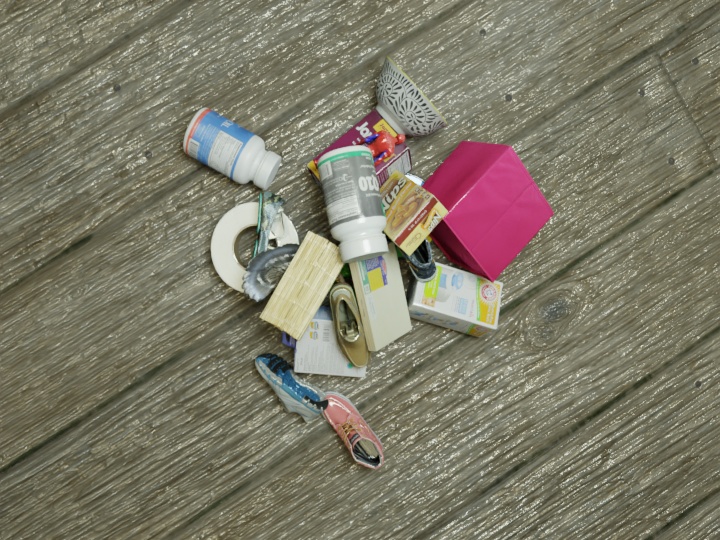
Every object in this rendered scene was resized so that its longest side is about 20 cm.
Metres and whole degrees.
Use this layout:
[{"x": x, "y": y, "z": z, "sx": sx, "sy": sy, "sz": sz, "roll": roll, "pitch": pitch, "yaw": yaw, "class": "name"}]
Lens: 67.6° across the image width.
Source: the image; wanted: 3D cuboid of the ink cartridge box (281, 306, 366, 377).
[{"x": -0.079, "y": 0.156, "z": 1.210, "sx": 0.195, "sy": 0.077, "sz": 0.140, "roll": 5, "pitch": 109, "yaw": -6, "class": "ink cartridge box"}]

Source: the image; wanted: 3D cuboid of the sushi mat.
[{"x": -0.111, "y": 0.030, "z": 1.067, "sx": 0.094, "sy": 0.012, "sz": 0.203, "roll": 30, "pitch": 87, "yaw": 2, "class": "sushi mat"}]

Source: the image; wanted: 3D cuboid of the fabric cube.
[{"x": 0.252, "y": -0.132, "z": 1.161, "sx": 0.200, "sy": 0.196, "sz": 0.200, "roll": -47, "pitch": 116, "yaw": -4, "class": "fabric cube"}]

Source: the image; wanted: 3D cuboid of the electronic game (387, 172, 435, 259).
[{"x": 0.092, "y": -0.127, "z": 1.254, "sx": 0.195, "sy": 0.042, "sz": 0.206, "roll": 0, "pitch": 91, "yaw": -4, "class": "electronic game"}]

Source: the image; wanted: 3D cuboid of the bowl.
[{"x": 0.094, "y": -0.361, "z": 1.188, "sx": 0.094, "sy": 0.201, "sz": 0.201, "roll": -43, "pitch": 93, "yaw": 13, "class": "bowl"}]

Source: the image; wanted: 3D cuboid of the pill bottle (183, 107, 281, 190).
[{"x": -0.280, "y": -0.263, "z": 1.192, "sx": 0.197, "sy": 0.112, "sz": 0.114, "roll": 28, "pitch": 89, "yaw": -5, "class": "pill bottle"}]

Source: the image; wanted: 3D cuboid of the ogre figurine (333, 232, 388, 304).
[{"x": 0.000, "y": 0.000, "z": 1.221, "sx": 0.199, "sy": 0.098, "sz": 0.121, "roll": -37, "pitch": 89, "yaw": -5, "class": "ogre figurine"}]

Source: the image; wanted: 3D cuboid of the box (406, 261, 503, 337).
[{"x": 0.210, "y": 0.066, "z": 1.221, "sx": 0.195, "sy": 0.102, "sz": 0.115, "roll": 17, "pitch": 71, "yaw": -4, "class": "box"}]

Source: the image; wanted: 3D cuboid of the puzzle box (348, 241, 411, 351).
[{"x": 0.045, "y": 0.051, "z": 1.143, "sx": 0.132, "sy": 0.025, "sz": 0.205, "roll": -21, "pitch": 102, "yaw": -46, "class": "puzzle box"}]

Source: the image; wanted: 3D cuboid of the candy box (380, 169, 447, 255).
[{"x": 0.086, "y": -0.124, "z": 1.104, "sx": 0.055, "sy": 0.200, "sz": 0.116, "roll": 39, "pitch": 97, "yaw": -30, "class": "candy box"}]

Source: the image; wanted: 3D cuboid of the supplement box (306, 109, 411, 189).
[{"x": 0.001, "y": -0.231, "z": 1.200, "sx": 0.199, "sy": 0.103, "sz": 0.131, "roll": -40, "pitch": 72, "yaw": -3, "class": "supplement box"}]

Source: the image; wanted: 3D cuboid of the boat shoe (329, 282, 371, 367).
[{"x": -0.022, "y": 0.129, "z": 1.118, "sx": 0.070, "sy": 0.076, "sz": 0.203, "roll": -20, "pitch": 116, "yaw": 1, "class": "boat shoe"}]

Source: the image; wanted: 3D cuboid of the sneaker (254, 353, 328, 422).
[{"x": -0.172, "y": 0.275, "z": 1.228, "sx": 0.199, "sy": 0.075, "sz": 0.087, "roll": 39, "pitch": 119, "yaw": 8, "class": "sneaker"}]

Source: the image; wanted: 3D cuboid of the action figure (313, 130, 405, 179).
[{"x": 0.002, "y": -0.241, "z": 1.123, "sx": 0.196, "sy": 0.052, "sz": 0.067, "roll": -22, "pitch": 78, "yaw": 4, "class": "action figure"}]

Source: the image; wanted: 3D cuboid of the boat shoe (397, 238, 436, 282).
[{"x": 0.106, "y": -0.077, "z": 1.160, "sx": 0.070, "sy": 0.091, "sz": 0.203, "roll": -28, "pitch": 66, "yaw": -2, "class": "boat shoe"}]

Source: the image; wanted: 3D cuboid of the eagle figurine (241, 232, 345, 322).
[{"x": -0.136, "y": 0.017, "z": 1.132, "sx": 0.195, "sy": 0.151, "sz": 0.155, "roll": -13, "pitch": 99, "yaw": 9, "class": "eagle figurine"}]

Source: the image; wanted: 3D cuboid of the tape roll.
[{"x": -0.233, "y": -0.049, "z": 1.217, "sx": 0.197, "sy": 0.071, "sz": 0.208, "roll": 0, "pitch": 90, "yaw": -4, "class": "tape roll"}]

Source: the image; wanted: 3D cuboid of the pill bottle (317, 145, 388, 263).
[{"x": -0.012, "y": -0.124, "z": 1.037, "sx": 0.110, "sy": 0.113, "sz": 0.205, "roll": -12, "pitch": 85, "yaw": -4, "class": "pill bottle"}]

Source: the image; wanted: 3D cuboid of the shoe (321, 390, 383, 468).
[{"x": -0.020, "y": 0.361, "z": 1.225, "sx": 0.071, "sy": 0.091, "sz": 0.201, "roll": -42, "pitch": 93, "yaw": -3, "class": "shoe"}]

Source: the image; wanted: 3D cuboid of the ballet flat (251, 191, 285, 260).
[{"x": -0.197, "y": -0.064, "z": 1.152, "sx": 0.072, "sy": 0.074, "sz": 0.205, "roll": 9, "pitch": 92, "yaw": -4, "class": "ballet flat"}]
